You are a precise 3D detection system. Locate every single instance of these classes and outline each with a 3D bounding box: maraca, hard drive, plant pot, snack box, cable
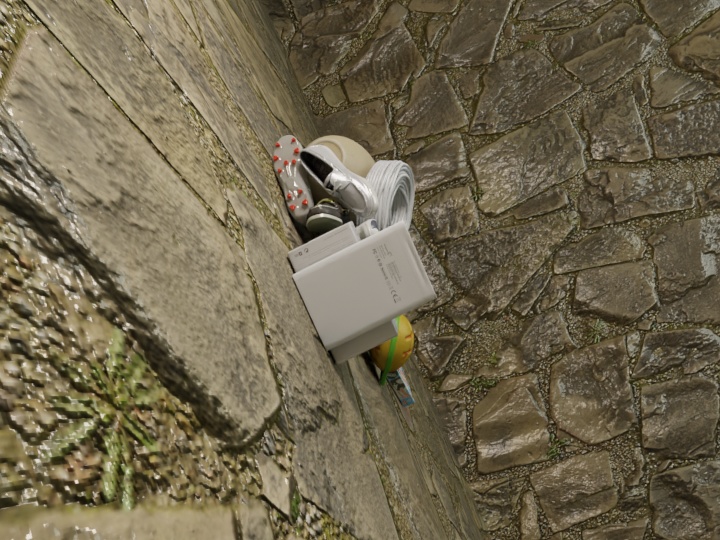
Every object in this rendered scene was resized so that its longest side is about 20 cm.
[{"bbox_3d":[0.067,0.177,1.528,0.203,0.104,0.139,101,2,-48],"label":"maraca"},{"bbox_3d":[0.007,0.025,1.055,0.027,0.196,0.135,-79,144,-83],"label":"hard drive"},{"bbox_3d":[-0.063,-0.210,1.429,0.135,0.196,0.204,58,9,-69],"label":"plant pot"},{"bbox_3d":[0.090,0.271,1.805,0.118,0.036,0.202,-109,174,-45],"label":"snack box"},{"bbox_3d":[0.058,-0.136,1.430,0.199,0.068,0.206,-21,118,-64],"label":"cable"}]

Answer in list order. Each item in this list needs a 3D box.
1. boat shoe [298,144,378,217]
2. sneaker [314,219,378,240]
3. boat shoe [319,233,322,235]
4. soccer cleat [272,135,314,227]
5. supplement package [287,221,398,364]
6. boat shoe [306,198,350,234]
[{"bbox_3d":[-0.046,-0.175,1.292,0.068,0.072,0.201,-16,61,-49],"label":"boat shoe"},{"bbox_3d":[-0.034,-0.040,1.284,0.199,0.126,0.082,163,-87,-77],"label":"sneaker"},{"bbox_3d":[-0.071,-0.071,1.564,0.201,0.071,0.069,75,26,-69],"label":"boat shoe"},{"bbox_3d":[-0.135,-0.182,1.349,0.078,0.068,0.204,67,8,-65],"label":"soccer cleat"},{"bbox_3d":[-0.026,0.034,1.133,0.121,0.117,0.204,-75,141,-84],"label":"supplement package"},{"bbox_3d":[-0.064,-0.107,1.301,0.201,0.070,0.062,25,57,-77],"label":"boat shoe"}]
